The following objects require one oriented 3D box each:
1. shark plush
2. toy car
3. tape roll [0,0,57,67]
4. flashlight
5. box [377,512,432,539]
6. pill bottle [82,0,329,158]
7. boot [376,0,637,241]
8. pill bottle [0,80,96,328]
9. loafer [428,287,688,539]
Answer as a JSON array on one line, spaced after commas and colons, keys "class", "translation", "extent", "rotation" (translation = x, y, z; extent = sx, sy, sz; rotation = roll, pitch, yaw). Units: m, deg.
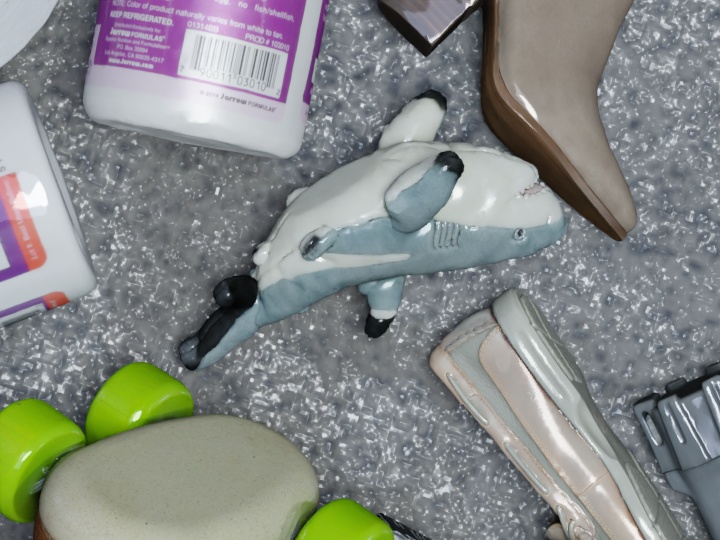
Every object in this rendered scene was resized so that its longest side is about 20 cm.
[{"class": "shark plush", "translation": [0.000, 0.000, 1.015], "extent": [0.199, 0.091, 0.084], "rotation": [-35, 115, -1]}, {"class": "toy car", "translation": [-0.103, 0.176, 0.997], "extent": [0.164, 0.157, 0.201], "rotation": [31, 117, 27]}, {"class": "tape roll", "translation": [-0.227, -0.181, 0.959], "extent": [0.199, 0.066, 0.202], "rotation": [-12, 108, -40]}, {"class": "flashlight", "translation": [0.219, 0.144, 1.060], "extent": [0.067, 0.068, 0.201], "rotation": [-26, 93, -30]}, {"class": "box", "translation": [0.026, 0.247, 1.038], "extent": [0.140, 0.079, 0.201], "rotation": [29, 88, -3]}, {"class": "pill bottle", "translation": [-0.065, -0.162, 1.004], "extent": [0.111, 0.112, 0.202], "rotation": [11, 90, -5]}, {"class": "boot", "translation": [0.110, -0.135, 1.045], "extent": [0.200, 0.070, 0.146], "rotation": [45, 80, -10]}, {"class": "pill bottle", "translation": [-0.238, -0.008, 0.991], "extent": [0.199, 0.111, 0.112], "rotation": [-20, 93, -5]}, {"class": "loafer", "translation": [0.109, 0.107, 1.054], "extent": [0.063, 0.072, 0.201], "rotation": [-32, 88, 13]}]
